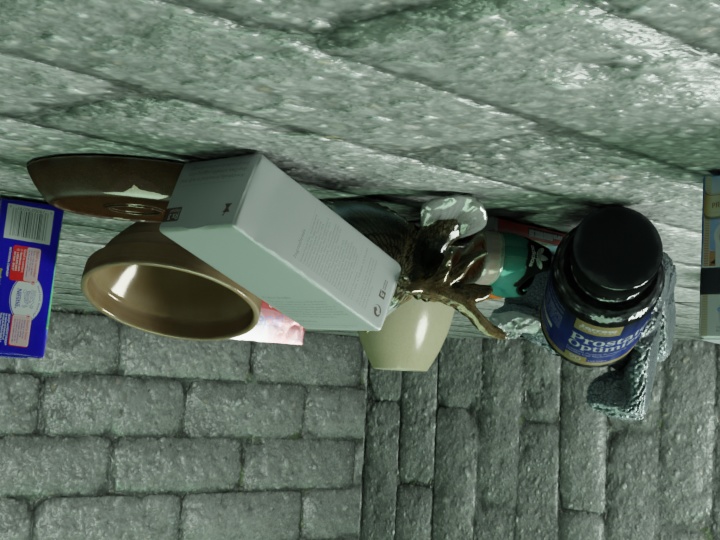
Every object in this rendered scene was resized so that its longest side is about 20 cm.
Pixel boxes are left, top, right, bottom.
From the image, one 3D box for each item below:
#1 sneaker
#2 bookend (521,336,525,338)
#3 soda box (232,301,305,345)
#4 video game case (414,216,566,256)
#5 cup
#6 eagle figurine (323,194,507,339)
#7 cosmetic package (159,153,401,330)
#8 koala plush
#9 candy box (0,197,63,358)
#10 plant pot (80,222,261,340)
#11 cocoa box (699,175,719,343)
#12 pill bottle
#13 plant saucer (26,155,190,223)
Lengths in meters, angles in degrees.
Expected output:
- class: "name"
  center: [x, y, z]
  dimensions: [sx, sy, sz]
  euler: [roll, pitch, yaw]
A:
- class: "sneaker"
  center: [0.144, 0.003, 1.274]
  dimensions: [0.079, 0.072, 0.200]
  euler: [8, 172, -8]
- class: "bookend"
  center: [0.319, 0.070, 1.918]
  dimensions: [0.197, 0.093, 0.199]
  euler: [8, 174, -26]
- class: "soda box"
  center: [-0.161, 0.050, 1.507]
  dimensions: [0.198, 0.071, 0.063]
  euler: [7, -174, -40]
- class: "video game case"
  center: [0.152, -0.035, 1.341]
  dimensions: [0.142, 0.018, 0.199]
  euler: [-3, 172, 42]
- class: "cup"
  center: [0.076, 0.111, 2.195]
  dimensions: [0.197, 0.145, 0.200]
  euler: [3, 175, 0]
- class: "eagle figurine"
  center: [0.038, -0.006, 1.178]
  dimensions: [0.150, 0.153, 0.200]
  euler: [-25, -154, -16]
- class: "cosmetic package"
  center: [-0.066, -0.020, 1.039]
  dimensions: [0.101, 0.075, 0.200]
  euler: [-1, 151, 41]
- class: "koala plush"
  center: [0.258, 0.044, 1.399]
  dimensions: [0.198, 0.186, 0.178]
  euler: [12, -143, 24]
- class: "candy box"
  center: [-0.401, 0.015, 1.363]
  dimensions: [0.076, 0.171, 0.199]
  euler: [10, 173, -24]
- class: "plant pot"
  center: [-0.204, -0.002, 1.329]
  dimensions: [0.198, 0.094, 0.201]
  euler: [7, 153, 3]
- class: "cocoa box"
  center: [0.380, -0.006, 0.927]
  dimensions: [0.198, 0.133, 0.133]
  euler: [-1, 173, 35]
- class: "pill bottle"
  center: [0.243, 0.016, 1.196]
  dimensions: [0.110, 0.113, 0.200]
  euler: [3, 158, 4]
- class: "plant saucer"
  center: [-0.208, -0.071, 1.101]
  dimensions: [0.197, 0.035, 0.200]
  euler: [4, 175, 0]
